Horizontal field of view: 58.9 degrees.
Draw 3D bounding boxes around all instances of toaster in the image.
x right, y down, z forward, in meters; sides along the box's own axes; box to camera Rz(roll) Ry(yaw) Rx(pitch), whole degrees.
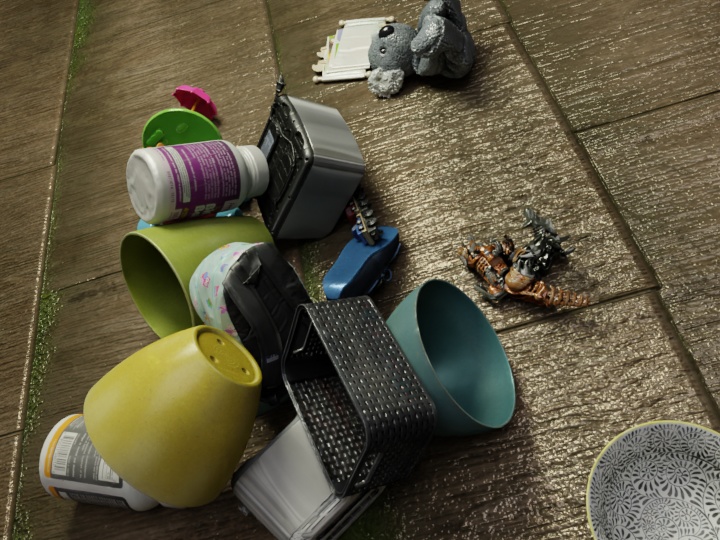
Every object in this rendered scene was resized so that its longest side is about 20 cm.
[{"bbox_3d":[-0.097,-0.179,1.061,0.118,0.201,0.182,3,45,-34],"label":"toaster"},{"bbox_3d":[-0.055,0.262,0.813,0.200,0.114,0.129,-41,61,-16],"label":"toaster"}]

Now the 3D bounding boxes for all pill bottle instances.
[{"bbox_3d":[-0.244,-0.141,0.981,0.199,0.113,0.112,-17,47,-40],"label":"pill bottle"},{"bbox_3d":[-0.323,0.264,0.875,0.198,0.117,0.117,2,58,15],"label":"pill bottle"}]

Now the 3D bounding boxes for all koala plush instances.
[{"bbox_3d":[0.100,-0.424,1.212,0.199,0.183,0.179,-15,65,30],"label":"koala plush"}]

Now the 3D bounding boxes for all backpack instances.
[{"bbox_3d":[-0.140,0.059,0.870,0.126,0.201,0.167,-2,35,41],"label":"backpack"}]

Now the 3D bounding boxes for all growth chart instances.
[{"bbox_3d":[-0.019,-0.465,1.333,0.143,0.018,0.201,6,59,18],"label":"growth chart"}]

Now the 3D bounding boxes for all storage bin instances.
[{"bbox_3d":[-0.009,0.142,0.749,0.093,0.136,0.201,-6,46,-30],"label":"storage bin"}]

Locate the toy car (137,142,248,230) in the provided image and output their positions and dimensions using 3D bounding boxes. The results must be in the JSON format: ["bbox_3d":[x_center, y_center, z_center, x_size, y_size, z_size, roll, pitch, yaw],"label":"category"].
[{"bbox_3d":[-0.309,-0.148,1.088,0.182,0.201,0.178,-4,57,11],"label":"toy car"}]

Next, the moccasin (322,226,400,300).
[{"bbox_3d":[0.000,0.000,0.989,0.080,0.069,0.200,8,36,34],"label":"moccasin"}]

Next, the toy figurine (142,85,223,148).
[{"bbox_3d":[-0.352,-0.278,1.253,0.199,0.150,0.185,-32,37,22],"label":"toy figurine"}]

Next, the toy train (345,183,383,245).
[{"bbox_3d":[-0.003,-0.098,1.043,0.046,0.034,0.200,-29,32,6],"label":"toy train"}]

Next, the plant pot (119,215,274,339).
[{"bbox_3d":[-0.235,-0.008,0.995,0.186,0.188,0.199,32,44,29],"label":"plant pot"}]

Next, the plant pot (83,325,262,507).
[{"bbox_3d":[-0.199,0.152,0.759,0.142,0.200,0.200,-48,56,10],"label":"plant pot"}]

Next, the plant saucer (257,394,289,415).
[{"bbox_3d":[-0.175,0.126,0.982,0.198,0.028,0.202,-7,56,10],"label":"plant saucer"}]

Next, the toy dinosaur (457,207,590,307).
[{"bbox_3d":[0.242,-0.003,0.939,0.199,0.102,0.136,35,85,11],"label":"toy dinosaur"}]

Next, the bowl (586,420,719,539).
[{"bbox_3d":[0.351,0.280,0.706,0.199,0.094,0.202,-7,56,10],"label":"bowl"}]

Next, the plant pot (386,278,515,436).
[{"bbox_3d":[0.088,0.131,0.831,0.134,0.199,0.202,-33,48,31],"label":"plant pot"}]
